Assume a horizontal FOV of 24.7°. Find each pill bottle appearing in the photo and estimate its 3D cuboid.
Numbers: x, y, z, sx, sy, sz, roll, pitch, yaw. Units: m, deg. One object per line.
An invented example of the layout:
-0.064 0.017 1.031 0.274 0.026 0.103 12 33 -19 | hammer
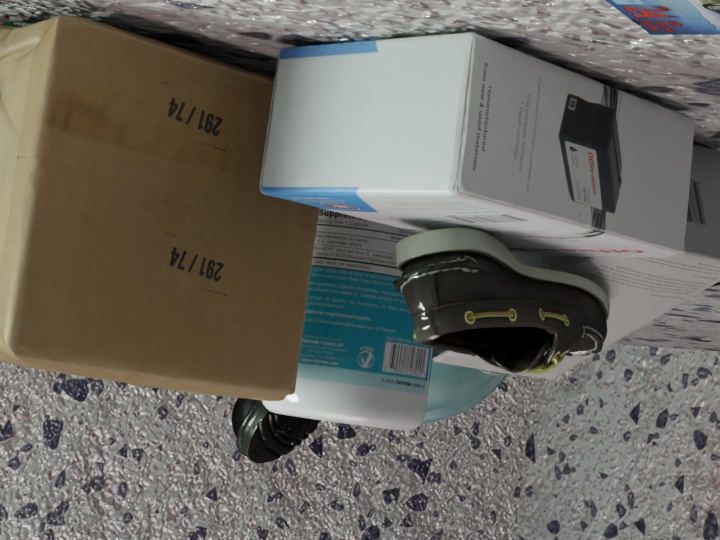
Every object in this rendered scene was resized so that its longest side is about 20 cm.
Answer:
0.000 0.000 1.082 0.110 0.201 0.111 8 175 1 | pill bottle

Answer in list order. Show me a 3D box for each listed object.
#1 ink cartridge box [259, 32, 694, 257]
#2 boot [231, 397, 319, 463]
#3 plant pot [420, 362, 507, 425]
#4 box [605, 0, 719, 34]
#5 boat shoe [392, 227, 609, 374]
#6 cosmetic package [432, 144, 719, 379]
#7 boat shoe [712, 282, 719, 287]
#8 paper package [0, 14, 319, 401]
0.068 -0.063 0.902 0.145 0.084 0.199 2 173 44 | ink cartridge box
-0.077 0.045 1.380 0.157 0.212 0.080 26 161 32 | boot
0.037 0.002 1.255 0.199 0.201 0.134 7 158 1 | plant pot
0.116 -0.112 0.483 0.136 0.038 0.200 5 175 31 | box
0.086 0.030 0.951 0.071 0.061 0.201 -17 157 32 | boat shoe
0.139 -0.006 1.065 0.107 0.085 0.200 11 151 -33 | cosmetic package
0.237 -0.028 1.163 0.072 0.073 0.200 9 175 -20 | boat shoe
-0.126 -0.032 0.929 0.199 0.192 0.103 11 175 -41 | paper package
